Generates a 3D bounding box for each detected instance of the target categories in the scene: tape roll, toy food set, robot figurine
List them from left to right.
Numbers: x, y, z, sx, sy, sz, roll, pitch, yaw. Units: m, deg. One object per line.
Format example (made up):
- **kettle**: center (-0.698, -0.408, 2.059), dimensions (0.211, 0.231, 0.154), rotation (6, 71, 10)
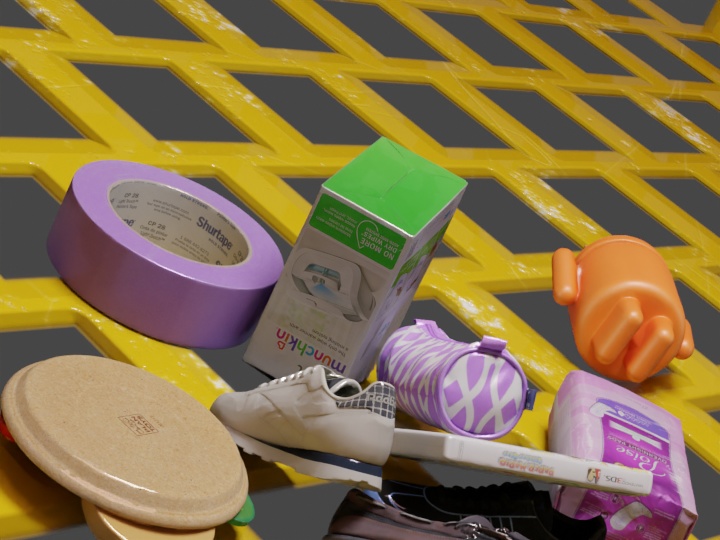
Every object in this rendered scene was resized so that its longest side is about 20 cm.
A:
- **toy food set**: center (-0.167, 0.130, 1.474), dimensions (0.199, 0.049, 0.198), rotation (32, 22, 12)
- **tape roll**: center (-0.169, -0.015, 1.771), dimensions (0.199, 0.066, 0.200), rotation (23, 22, -10)
- **robot figurine**: center (0.269, 0.035, 2.095), dimensions (0.142, 0.118, 0.200), rotation (-6, 24, 3)

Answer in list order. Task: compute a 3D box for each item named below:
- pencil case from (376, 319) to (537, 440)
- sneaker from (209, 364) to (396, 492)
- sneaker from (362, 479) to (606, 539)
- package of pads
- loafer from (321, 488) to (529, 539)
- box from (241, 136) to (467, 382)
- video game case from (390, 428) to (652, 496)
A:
- **pencil case**: center (0.073, 0.089, 1.703), dimensions (0.083, 0.086, 0.200), rotation (4, 1, -18)
- **sneaker**: center (-0.042, 0.110, 1.545), dimensions (0.076, 0.081, 0.199), rotation (15, -3, -41)
- **sneaker**: center (0.098, 0.194, 1.600), dimensions (0.198, 0.078, 0.070), rotation (22, 23, -15)
- **package of pads**: center (0.226, 0.173, 1.800), dimensions (0.120, 0.076, 0.200), rotation (23, 22, -5)
- **loafer**: center (0.065, 0.194, 1.465), dimensions (0.198, 0.063, 0.072), rotation (5, -29, 25)
- **box**: center (0.000, 0.000, 1.780), dimensions (0.096, 0.178, 0.200), rotation (29, 22, 7)
- **video game case**: center (0.106, 0.151, 1.626), dimensions (0.180, 0.023, 0.200), rotation (12, -7, -22)
